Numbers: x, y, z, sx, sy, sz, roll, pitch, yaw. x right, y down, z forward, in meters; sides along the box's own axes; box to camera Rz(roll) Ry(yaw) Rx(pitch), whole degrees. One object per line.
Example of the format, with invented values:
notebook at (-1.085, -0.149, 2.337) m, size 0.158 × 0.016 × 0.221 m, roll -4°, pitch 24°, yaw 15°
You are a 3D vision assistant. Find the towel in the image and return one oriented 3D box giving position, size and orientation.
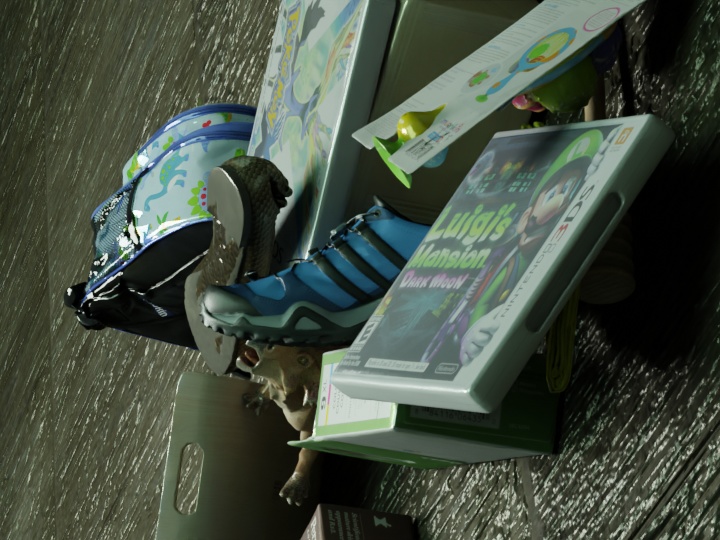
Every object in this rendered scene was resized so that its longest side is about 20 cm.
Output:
towel at (0.105, -0.011, 1.588) m, size 0.200 × 0.018 × 0.087 m, roll -95°, pitch 9°, yaw -66°

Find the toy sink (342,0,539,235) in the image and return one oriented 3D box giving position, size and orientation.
toy sink at (0.037, -0.095, 1.762) m, size 0.130 × 0.111 × 0.201 m, roll -117°, pitch 41°, yaw -61°

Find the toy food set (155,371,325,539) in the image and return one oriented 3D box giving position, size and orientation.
toy food set at (-0.085, 0.151, 1.937) m, size 0.200 × 0.060 × 0.144 m, roll 17°, pitch -100°, yaw -65°

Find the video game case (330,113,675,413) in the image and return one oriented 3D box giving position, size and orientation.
video game case at (0.073, -0.005, 1.513) m, size 0.182 × 0.023 × 0.200 m, roll -55°, pitch 17°, yaw -13°

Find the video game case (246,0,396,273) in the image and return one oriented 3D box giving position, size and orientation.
video game case at (-0.033, -0.098, 1.760) m, size 0.182 × 0.022 × 0.201 m, roll -132°, pitch 54°, yaw -66°

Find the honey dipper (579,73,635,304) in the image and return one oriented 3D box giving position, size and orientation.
honey dipper at (0.135, -0.074, 1.590) m, size 0.038 × 0.038 × 0.201 m, roll 125°, pitch 151°, yaw -52°

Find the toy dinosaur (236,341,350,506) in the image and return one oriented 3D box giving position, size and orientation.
toy dinosaur at (-0.008, 0.064, 1.830) m, size 0.200 × 0.086 × 0.136 m, roll -34°, pitch -15°, yaw -50°

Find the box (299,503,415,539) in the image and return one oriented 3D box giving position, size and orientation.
box at (-0.024, 0.258, 1.835) m, size 0.100 × 0.075 × 0.200 m, roll -100°, pitch 28°, yaw -44°

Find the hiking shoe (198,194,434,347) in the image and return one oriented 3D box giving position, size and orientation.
hiking shoe at (0.000, 0.000, 1.665) m, size 0.074 × 0.199 × 0.087 m, roll 38°, pitch -132°, yaw -83°

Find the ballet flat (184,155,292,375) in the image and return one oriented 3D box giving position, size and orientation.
ballet flat at (-0.076, -0.004, 1.757) m, size 0.067 × 0.046 × 0.201 m, roll 50°, pitch 150°, yaw 28°

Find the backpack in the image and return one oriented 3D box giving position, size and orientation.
backpack at (-0.086, -0.033, 1.987) m, size 0.200 × 0.182 × 0.148 m, roll -33°, pitch 46°, yaw 50°

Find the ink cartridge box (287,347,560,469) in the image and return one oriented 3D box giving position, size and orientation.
ink cartridge box at (0.036, 0.082, 1.693) m, size 0.200 × 0.103 × 0.060 m, roll 161°, pitch 117°, yaw -69°

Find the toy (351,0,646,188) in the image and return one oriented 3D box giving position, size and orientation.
toy at (0.099, -0.109, 1.571) m, size 0.047 × 0.199 × 0.115 m, roll 60°, pitch 172°, yaw -19°
